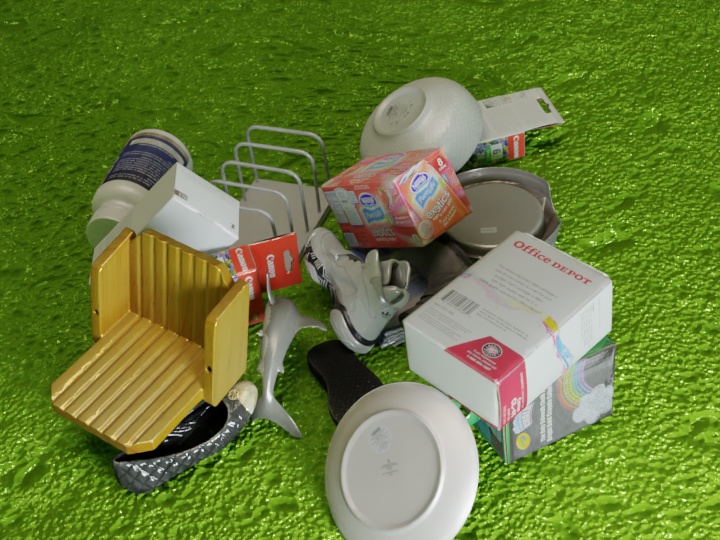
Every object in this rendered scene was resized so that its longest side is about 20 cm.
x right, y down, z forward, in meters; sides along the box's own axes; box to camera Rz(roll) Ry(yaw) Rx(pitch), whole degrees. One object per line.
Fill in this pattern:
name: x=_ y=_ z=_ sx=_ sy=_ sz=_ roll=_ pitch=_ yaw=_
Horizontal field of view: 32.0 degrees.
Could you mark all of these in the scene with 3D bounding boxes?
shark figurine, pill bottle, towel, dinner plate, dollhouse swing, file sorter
shark figurine: x=-0.088 y=0.093 z=1.580 sx=0.089 sy=0.129 sz=0.216 roll=4 pitch=43 yaw=0
pill bottle: x=-0.330 y=-0.110 z=1.857 sx=0.110 sy=0.112 sz=0.201 roll=4 pitch=42 yaw=15
towel: x=0.049 y=0.019 z=1.712 sx=0.146 sy=0.024 sz=0.200 roll=-22 pitch=42 yaw=-16
dinner plate: x=0.039 y=0.222 z=1.389 sx=0.199 sy=0.024 sz=0.202 roll=-10 pitch=70 yaw=30
dollhouse swing: x=-0.265 y=0.081 z=1.494 sx=0.199 sy=0.183 sz=0.175 roll=24 pitch=36 yaw=27
file sorter: x=-0.138 y=-0.103 z=1.806 sx=0.137 sy=0.125 sz=0.201 roll=10 pitch=44 yaw=19

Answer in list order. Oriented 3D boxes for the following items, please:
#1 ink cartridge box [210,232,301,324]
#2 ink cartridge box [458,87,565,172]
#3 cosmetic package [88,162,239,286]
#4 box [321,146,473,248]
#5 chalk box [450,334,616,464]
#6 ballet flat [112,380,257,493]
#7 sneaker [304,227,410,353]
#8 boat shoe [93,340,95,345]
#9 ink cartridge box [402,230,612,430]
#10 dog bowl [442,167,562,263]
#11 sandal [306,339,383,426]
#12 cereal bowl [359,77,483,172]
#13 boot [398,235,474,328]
ink cartridge box: x=-0.169 y=0.026 z=1.660 sx=0.198 sy=0.109 sz=0.051 roll=-17 pitch=51 yaw=-10
ink cartridge box: x=0.203 y=-0.215 z=1.931 sx=0.198 sy=0.051 sz=0.109 roll=-14 pitch=41 yaw=-7
cosmetic package: x=-0.264 y=-0.036 z=1.685 sx=0.200 sy=0.113 sz=0.082 roll=-40 pitch=33 yaw=26
box: x=0.046 y=-0.097 z=1.695 sx=0.094 sy=0.103 sz=0.199 roll=-35 pitch=16 yaw=-25
chalk box: x=0.185 y=0.130 z=1.483 sx=0.198 sy=0.125 sz=0.124 roll=-21 pitch=43 yaw=-16
ballet flat: x=-0.206 y=0.197 z=1.507 sx=0.199 sy=0.057 sz=0.066 roll=-36 pitch=49 yaw=-14
sneaker: x=0.000 y=0.000 z=1.634 sx=0.115 sy=0.075 sz=0.201 roll=-44 pitch=48 yaw=26
boat shoe: x=-0.306 y=0.131 z=1.609 sx=0.064 sy=0.075 sz=0.203 roll=-14 pitch=34 yaw=1
ink cartridge box: x=0.167 y=0.062 z=1.405 sx=0.199 sy=0.086 sz=0.147 roll=-35 pitch=47 yaw=-28
dog bowl: x=0.185 y=-0.062 z=1.752 sx=0.198 sy=0.059 sz=0.201 roll=-6 pitch=41 yaw=5
sandal: x=-0.012 y=0.152 z=1.560 sx=0.075 sy=0.048 sz=0.201 roll=-17 pitch=29 yaw=-8
cereal bowl: x=0.079 y=-0.212 z=1.867 sx=0.199 sy=0.083 sz=0.201 roll=-21 pitch=45 yaw=23
boot: x=0.093 y=0.029 z=1.624 sx=0.131 sy=0.070 sz=0.199 roll=-37 pitch=41 yaw=-25
